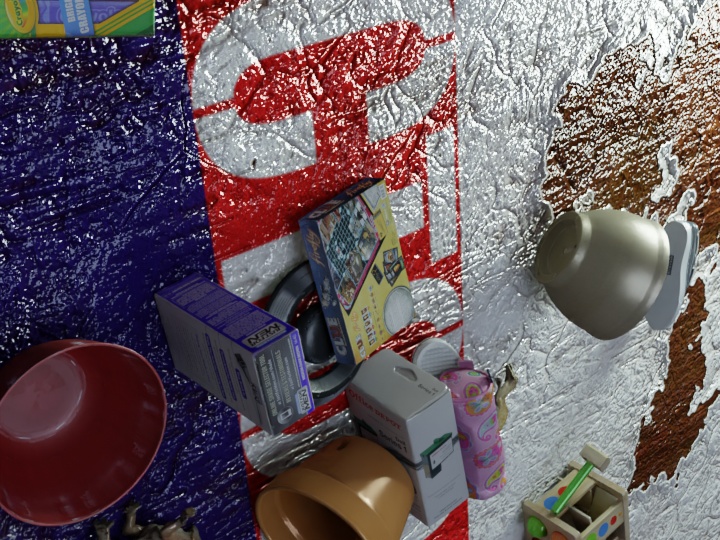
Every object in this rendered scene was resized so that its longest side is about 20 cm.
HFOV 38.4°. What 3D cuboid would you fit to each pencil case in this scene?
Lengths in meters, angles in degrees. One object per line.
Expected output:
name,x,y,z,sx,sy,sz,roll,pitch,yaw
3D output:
pencil case,0.157,0.227,1.455,0.087,0.087,0.200,-31,125,-29

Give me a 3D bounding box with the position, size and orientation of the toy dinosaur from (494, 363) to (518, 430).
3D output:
toy dinosaur,0.195,0.237,1.617,0.101,0.058,0.200,30,87,-47

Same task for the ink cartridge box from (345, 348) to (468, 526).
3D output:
ink cartridge box,0.063,0.229,1.430,0.084,0.146,0.200,-31,126,-26

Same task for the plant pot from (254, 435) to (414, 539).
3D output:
plant pot,-0.021,0.316,1.376,0.140,0.200,0.201,-47,136,-40

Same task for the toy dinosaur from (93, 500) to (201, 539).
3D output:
toy dinosaur,-0.256,0.355,1.233,0.200,0.086,0.136,-26,121,-36

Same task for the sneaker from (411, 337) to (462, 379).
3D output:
sneaker,0.115,0.162,1.497,0.078,0.079,0.200,-35,127,-8

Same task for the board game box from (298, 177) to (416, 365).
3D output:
board game box,0.000,0.000,1.312,0.135,0.035,0.201,-35,120,-41

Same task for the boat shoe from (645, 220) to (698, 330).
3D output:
boat shoe,0.562,0.009,1.847,0.068,0.072,0.201,0,101,-41

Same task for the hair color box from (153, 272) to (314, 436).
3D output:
hair color box,-0.141,0.088,1.142,0.065,0.200,0.110,-29,126,-29

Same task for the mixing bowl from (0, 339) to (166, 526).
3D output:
mixing bowl,-0.314,0.150,1.078,0.200,0.108,0.201,-18,120,-35

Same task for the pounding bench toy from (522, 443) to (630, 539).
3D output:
pounding bench toy,0.369,0.418,1.809,0.156,0.124,0.200,-31,127,-28

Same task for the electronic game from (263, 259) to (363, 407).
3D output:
electronic game,-0.054,0.080,1.330,0.200,0.042,0.201,-17,113,-43

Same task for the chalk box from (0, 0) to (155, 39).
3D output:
chalk box,-0.293,-0.272,0.899,0.200,0.125,0.124,-11,115,-40

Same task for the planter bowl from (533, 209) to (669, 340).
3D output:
planter bowl,0.351,-0.012,1.575,0.134,0.200,0.201,25,91,-19
